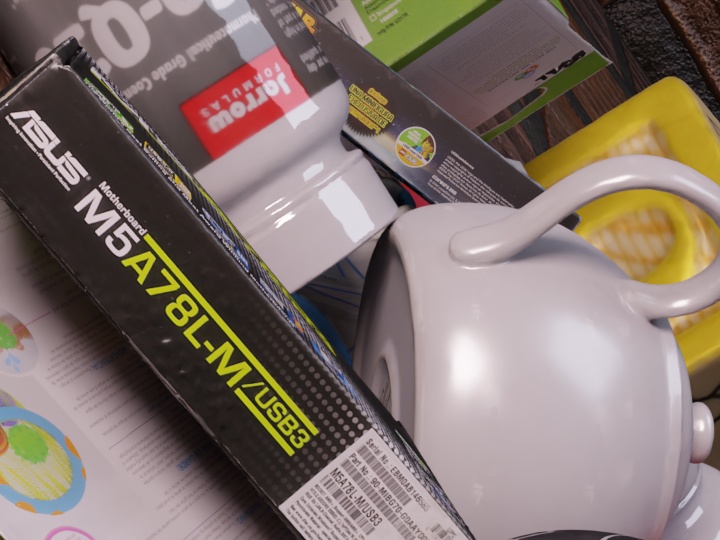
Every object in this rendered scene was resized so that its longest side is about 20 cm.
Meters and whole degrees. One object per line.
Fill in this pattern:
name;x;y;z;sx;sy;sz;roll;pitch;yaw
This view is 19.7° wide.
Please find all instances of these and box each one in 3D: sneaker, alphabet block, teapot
sneaker;0.000;0.000;1.004;0.200;0.087;0.075;41;21;-51
alphabet block;0.209;0.021;1.426;0.200;0.195;0.197;35;25;-58
teapot;0.079;0.062;0.872;0.200;0.146;0.198;149;-57;-80

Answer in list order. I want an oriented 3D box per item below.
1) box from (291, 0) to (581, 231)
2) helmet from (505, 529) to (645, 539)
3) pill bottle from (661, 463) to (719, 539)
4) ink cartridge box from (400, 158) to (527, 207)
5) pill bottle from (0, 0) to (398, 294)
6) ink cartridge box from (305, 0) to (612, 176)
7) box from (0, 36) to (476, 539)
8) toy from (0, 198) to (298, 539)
box;0.010;-0.075;0.999;0.200;0.040;0.137;38;2;-6
helmet;0.078;0.181;0.691;0.190;0.200;0.200;34;18;-5
pill bottle;0.154;0.169;1.040;0.113;0.112;0.200;-90;157;-63
ink cartridge box;0.093;0.036;1.229;0.200;0.083;0.145;61;15;11
pill bottle;-0.076;-0.082;0.865;0.200;0.114;0.114;57;15;-5
ink cartridge box;0.041;-0.127;1.163;0.076;0.148;0.200;61;14;17
box;-0.049;0.012;0.691;0.200;0.047;0.193;50;2;-9
toy;-0.103;0.051;0.637;0.200;0.047;0.115;52;30;1
